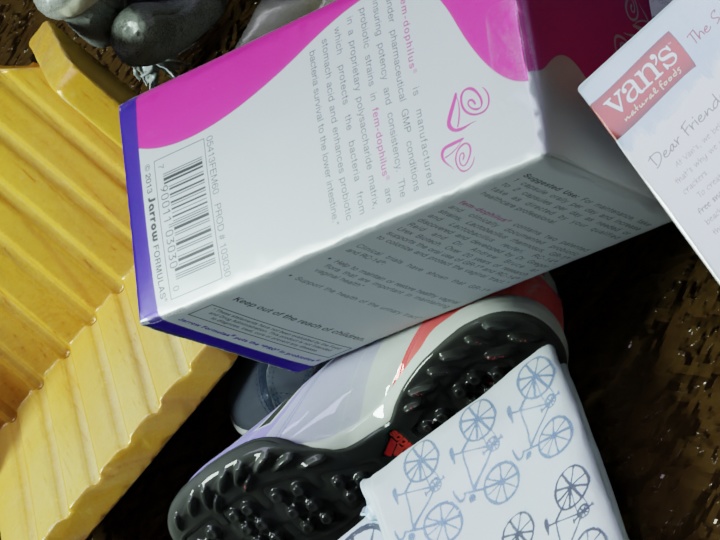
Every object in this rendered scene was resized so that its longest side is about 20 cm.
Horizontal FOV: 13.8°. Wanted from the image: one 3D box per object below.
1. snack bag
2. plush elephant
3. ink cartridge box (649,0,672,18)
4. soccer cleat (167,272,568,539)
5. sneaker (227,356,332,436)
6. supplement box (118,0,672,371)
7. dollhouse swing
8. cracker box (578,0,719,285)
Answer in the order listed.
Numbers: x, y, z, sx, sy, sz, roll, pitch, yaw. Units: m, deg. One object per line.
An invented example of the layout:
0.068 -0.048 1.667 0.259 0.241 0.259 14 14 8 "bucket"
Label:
0.026 0.150 1.152 0.200 0.021 0.189 -39 40 21 "snack bag"
-0.074 -0.174 1.510 0.155 0.200 0.165 -18 55 11 "plush elephant"
0.087 -0.152 1.286 0.068 0.115 0.200 119 164 -50 "ink cartridge box"
0.004 0.061 1.251 0.200 0.068 0.073 -35 25 22 "soccer cleat"
0.000 0.000 1.299 0.200 0.079 0.078 -38 35 25 "sneaker"
0.014 -0.044 1.171 0.200 0.103 0.101 -23 64 34 "supplement box"
-0.160 0.016 1.400 0.200 0.182 0.176 -49 4 9 "dollhouse swing"
0.185 -0.032 1.032 0.134 0.058 0.200 -42 61 16 "cracker box"
